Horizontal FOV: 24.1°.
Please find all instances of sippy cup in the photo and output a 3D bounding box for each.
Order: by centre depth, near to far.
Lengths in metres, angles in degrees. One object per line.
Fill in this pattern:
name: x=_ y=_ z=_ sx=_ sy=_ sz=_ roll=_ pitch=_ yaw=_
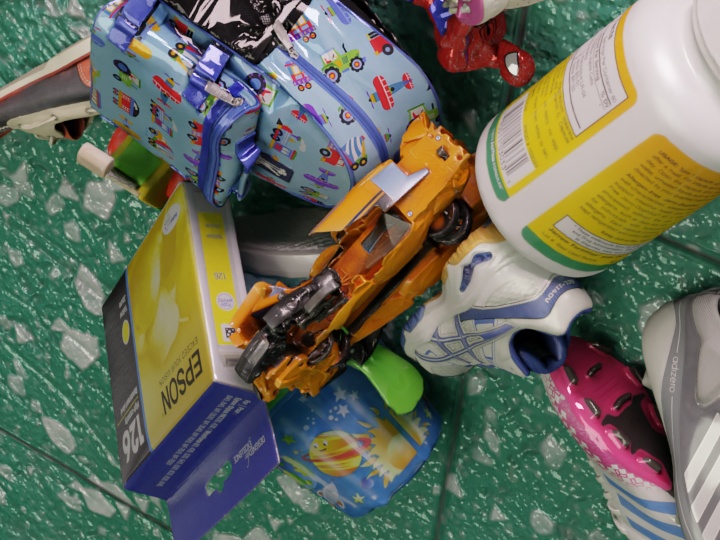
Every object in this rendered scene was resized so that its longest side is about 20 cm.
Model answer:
sippy cup: x=-0.017 y=0.100 z=1.194 sx=0.130 sy=0.178 sz=0.140 roll=43 pitch=96 yaw=-7

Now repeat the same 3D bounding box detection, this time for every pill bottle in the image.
pill bottle: x=0.163 y=-0.086 z=0.928 sx=0.113 sy=0.113 sz=0.200 roll=51 pitch=136 yaw=-1

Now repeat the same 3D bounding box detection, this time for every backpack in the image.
backpack: x=-0.055 y=-0.112 z=1.053 sx=0.200 sy=0.135 sz=0.183 roll=39 pitch=161 yaw=0

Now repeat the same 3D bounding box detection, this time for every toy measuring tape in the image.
toy measuring tape: x=-0.145 y=-0.085 z=1.158 sx=0.073 sy=0.200 sz=0.074 roll=0 pitch=85 yaw=5

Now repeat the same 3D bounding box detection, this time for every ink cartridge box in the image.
ink cartridge box: x=-0.124 y=0.073 z=1.158 sx=0.198 sy=0.047 sz=0.201 roll=-48 pitch=46 yaw=52

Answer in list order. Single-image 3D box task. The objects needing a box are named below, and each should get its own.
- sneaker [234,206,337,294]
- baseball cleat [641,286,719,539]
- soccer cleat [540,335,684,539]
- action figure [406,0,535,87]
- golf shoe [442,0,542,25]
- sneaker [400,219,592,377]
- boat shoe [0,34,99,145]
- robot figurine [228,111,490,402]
sneaker: x=-0.060 y=0.006 z=1.203 sx=0.200 sy=0.074 sz=0.082 roll=1 pitch=120 yaw=51
baseball cleat: x=0.227 y=0.109 z=1.003 sx=0.106 sy=0.070 sz=0.201 roll=-26 pitch=83 yaw=55
soccer cleat: x=0.177 y=0.133 z=1.094 sx=0.200 sy=0.070 sz=0.086 roll=46 pitch=135 yaw=4
action figure: x=0.037 y=-0.192 z=0.990 sx=0.200 sy=0.065 sz=0.099 roll=45 pitch=145 yaw=5
golf shoe: x=0.069 y=-0.230 z=0.923 sx=0.075 sy=0.091 sz=0.201 roll=96 pitch=160 yaw=-73
sneaker: x=0.085 y=0.040 z=1.066 sx=0.088 sy=0.075 sz=0.200 roll=50 pitch=160 yaw=12
boat shoe: x=-0.221 y=-0.125 z=1.246 sx=0.199 sy=0.071 sz=0.063 roll=-20 pitch=108 yaw=40
robot figurine: x=0.000 y=0.000 z=1.034 sx=0.200 sy=0.145 sz=0.058 roll=-45 pitch=68 yaw=8
